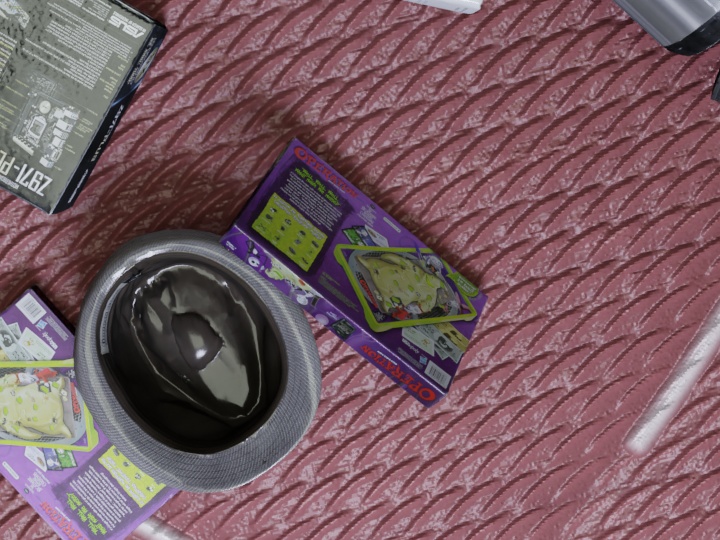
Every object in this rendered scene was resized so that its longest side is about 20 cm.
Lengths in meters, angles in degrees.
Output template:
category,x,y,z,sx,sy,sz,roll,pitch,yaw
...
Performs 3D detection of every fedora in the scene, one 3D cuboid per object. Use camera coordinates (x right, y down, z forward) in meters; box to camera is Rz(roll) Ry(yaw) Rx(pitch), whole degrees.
category,x,y,z,sx,sy,sz,roll,pitch,yaw
fedora,-0.123,0.066,1.033,0.177,0.090,0.200,-43,88,1

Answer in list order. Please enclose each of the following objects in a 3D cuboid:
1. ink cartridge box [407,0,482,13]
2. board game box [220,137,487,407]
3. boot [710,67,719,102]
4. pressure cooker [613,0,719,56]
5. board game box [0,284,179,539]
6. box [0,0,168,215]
category,x,y,z,sx,sy,sz,roll,pitch,yaw
ink cartridge box,0.005,-0.284,0.994,0.199,0.083,0.146,12,97,-3
board game box,0.000,0.000,1.014,0.200,0.120,0.032,39,136,-9
boot,0.356,-0.177,0.974,0.131,0.070,0.200,36,86,9
pressure cooker,0.218,-0.275,0.957,0.200,0.176,0.179,41,97,-5
board game box,-0.237,0.125,1.069,0.120,0.032,0.200,-40,96,-1
box,-0.271,-0.162,1.000,0.200,0.086,0.164,29,95,-5
